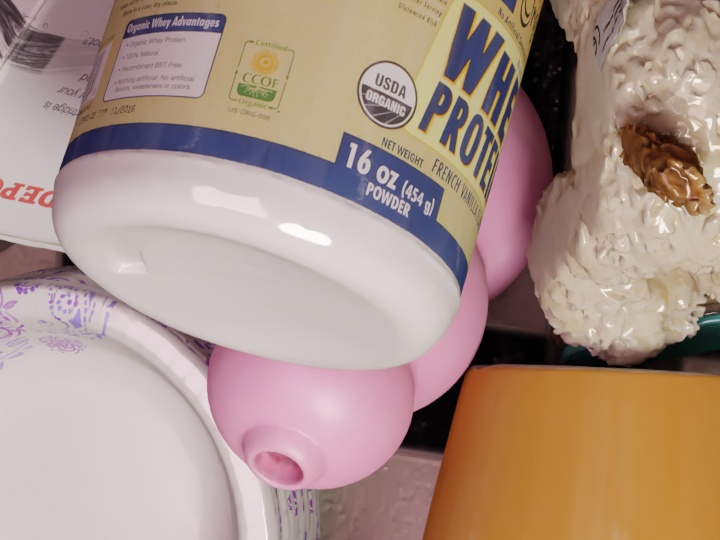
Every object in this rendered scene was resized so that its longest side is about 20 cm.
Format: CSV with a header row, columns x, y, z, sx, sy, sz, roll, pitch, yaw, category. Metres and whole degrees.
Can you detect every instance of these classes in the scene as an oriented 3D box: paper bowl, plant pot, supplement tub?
x,y,z,sx,sy,sz,roll,pitch,yaw,category
-0.113,0.098,1.205,0.199,0.104,0.202,2,97,18,paper bowl
0.097,0.131,1.098,0.199,0.200,0.185,1,86,19,plant pot
-0.014,-0.082,0.994,0.143,0.145,0.201,10,71,17,supplement tub

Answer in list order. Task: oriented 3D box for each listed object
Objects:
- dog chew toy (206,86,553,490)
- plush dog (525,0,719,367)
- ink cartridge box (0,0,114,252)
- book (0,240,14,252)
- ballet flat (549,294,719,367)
x,y,z,sx,sy,sz,roll,pitch,yaw,category
0.000,0.000,1.104,0.124,0.201,0.125,13,141,11,dog chew toy
0.160,-0.053,1.021,0.171,0.160,0.201,-2,103,-13,plush dog
-0.098,-0.111,1.139,0.200,0.144,0.084,-54,56,18,ink cartridge box
-0.240,0.013,1.186,0.133,0.200,0.048,-35,86,19,book
0.170,-0.007,1.119,0.199,0.068,0.073,-7,78,21,ballet flat
